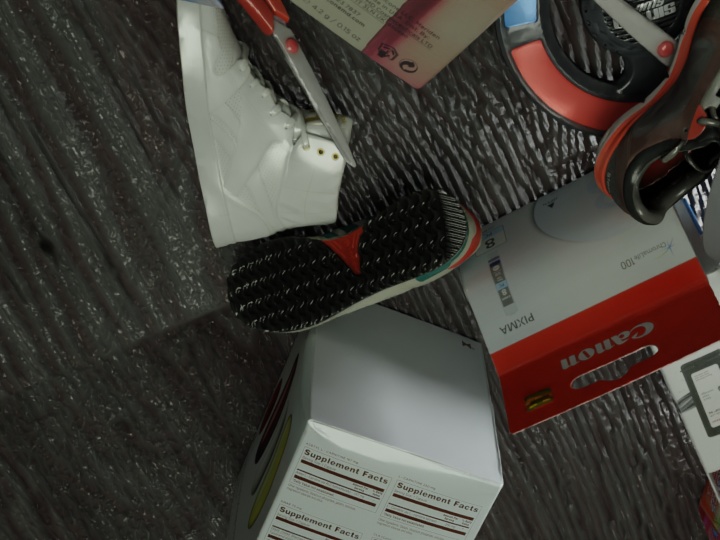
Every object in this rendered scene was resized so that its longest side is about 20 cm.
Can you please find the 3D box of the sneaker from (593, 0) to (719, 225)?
[{"bbox_3d":[0.232,-0.109,0.824,0.076,0.082,0.201,22,117,-21],"label":"sneaker"}]

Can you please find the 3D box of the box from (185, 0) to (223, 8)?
[{"bbox_3d":[-0.183,-0.219,0.779,0.197,0.048,0.122,12,165,20],"label":"box"}]

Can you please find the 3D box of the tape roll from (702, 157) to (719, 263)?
[{"bbox_3d":[0.299,-0.085,0.835,0.066,0.199,0.203,29,120,26],"label":"tape roll"}]

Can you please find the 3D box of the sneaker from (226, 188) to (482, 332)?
[{"bbox_3d":[0.000,-0.001,0.948,0.197,0.093,0.071,-21,77,21],"label":"sneaker"}]

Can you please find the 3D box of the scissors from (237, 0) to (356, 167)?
[{"bbox_3d":[-0.050,-0.165,0.870,0.014,0.074,0.200,-22,116,43],"label":"scissors"}]

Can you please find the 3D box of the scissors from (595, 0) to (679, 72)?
[{"bbox_3d":[0.209,-0.138,0.867,0.197,0.014,0.074,17,121,-20],"label":"scissors"}]

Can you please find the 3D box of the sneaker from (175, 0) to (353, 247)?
[{"bbox_3d":[-0.064,-0.116,0.902,0.114,0.074,0.202,-8,124,0],"label":"sneaker"}]

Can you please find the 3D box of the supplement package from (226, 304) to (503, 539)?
[{"bbox_3d":[-0.005,0.159,0.970,0.145,0.192,0.202,19,115,-10],"label":"supplement package"}]

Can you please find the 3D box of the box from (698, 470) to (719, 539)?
[{"bbox_3d":[0.388,0.196,1.045,0.197,0.096,0.101,9,118,-5],"label":"box"}]

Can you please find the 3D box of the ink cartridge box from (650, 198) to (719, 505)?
[{"bbox_3d":[0.257,0.064,0.965,0.067,0.117,0.202,-22,116,12],"label":"ink cartridge box"}]

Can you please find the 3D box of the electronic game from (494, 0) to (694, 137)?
[{"bbox_3d":[0.188,-0.185,0.878,0.196,0.042,0.203,0,117,-1],"label":"electronic game"}]

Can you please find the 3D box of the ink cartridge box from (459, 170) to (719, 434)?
[{"bbox_3d":[0.151,0.008,0.888,0.158,0.201,0.048,-26,117,13],"label":"ink cartridge box"}]

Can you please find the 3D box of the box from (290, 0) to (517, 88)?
[{"bbox_3d":[0.061,-0.224,0.762,0.108,0.129,0.200,32,147,-16],"label":"box"}]
